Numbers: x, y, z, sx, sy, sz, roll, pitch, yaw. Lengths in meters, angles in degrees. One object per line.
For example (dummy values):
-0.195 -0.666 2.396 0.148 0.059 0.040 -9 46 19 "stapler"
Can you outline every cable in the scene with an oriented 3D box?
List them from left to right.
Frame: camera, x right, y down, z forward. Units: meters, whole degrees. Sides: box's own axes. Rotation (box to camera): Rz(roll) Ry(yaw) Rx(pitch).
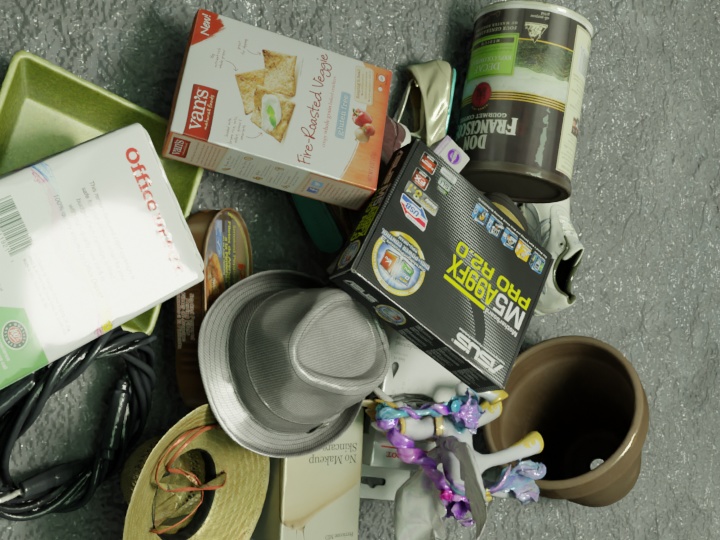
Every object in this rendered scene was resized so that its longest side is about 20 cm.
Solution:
-0.247 0.133 0.841 0.200 0.051 0.164 -43 139 -23 "cable"

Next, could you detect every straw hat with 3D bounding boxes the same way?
-0.177 0.203 0.899 0.201 0.084 0.203 -31 129 -48 "straw hat"

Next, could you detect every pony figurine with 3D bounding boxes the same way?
0.101 0.203 1.006 0.198 0.167 0.195 3 57 -34 "pony figurine"

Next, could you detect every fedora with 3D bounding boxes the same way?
-0.044 0.078 0.893 0.199 0.090 0.179 -3 77 -48 "fedora"

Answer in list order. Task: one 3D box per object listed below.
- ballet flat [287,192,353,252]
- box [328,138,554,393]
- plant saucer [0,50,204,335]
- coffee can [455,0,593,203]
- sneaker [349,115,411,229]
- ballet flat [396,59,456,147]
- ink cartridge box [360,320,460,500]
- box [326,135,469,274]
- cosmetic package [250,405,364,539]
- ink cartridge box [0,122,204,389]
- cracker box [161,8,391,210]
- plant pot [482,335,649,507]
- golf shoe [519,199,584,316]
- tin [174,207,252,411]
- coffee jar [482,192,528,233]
-0.056 -0.116 1.014 0.201 0.067 0.072 59 39 -21 "ballet flat"
0.085 -0.003 0.930 0.200 0.044 0.161 38 60 -20 "box"
-0.256 -0.062 0.869 0.199 0.048 0.202 24 76 -34 "plant saucer"
0.190 -0.195 1.140 0.145 0.146 0.202 15 81 -35 "coffee can"
-0.008 -0.124 1.002 0.116 0.075 0.201 45 27 -25 "sneaker"
0.070 -0.144 1.109 0.069 0.069 0.202 6 84 -36 "ballet flat"
0.045 0.161 1.081 0.115 0.068 0.202 14 82 -35 "ink cartridge box"
0.042 -0.061 1.027 0.039 0.041 0.200 44 68 -12 "box"
-0.056 0.179 1.004 0.103 0.073 0.202 3 87 -36 "cosmetic package"
-0.250 -0.016 0.791 0.199 0.084 0.146 -31 108 -32 "ink cartridge box"
-0.076 -0.150 0.911 0.198 0.058 0.135 14 67 -15 "cracker box"
0.273 0.211 1.193 0.201 0.199 0.175 -59 137 -20 "plant pot"
0.253 -0.042 1.218 0.078 0.097 0.202 11 82 -34 "golf shoe"
-0.140 0.041 0.929 0.112 0.041 0.202 -4 94 -69 "tin"
0.123 -0.004 1.079 0.085 0.104 0.200 49 37 -14 "coffee jar"
